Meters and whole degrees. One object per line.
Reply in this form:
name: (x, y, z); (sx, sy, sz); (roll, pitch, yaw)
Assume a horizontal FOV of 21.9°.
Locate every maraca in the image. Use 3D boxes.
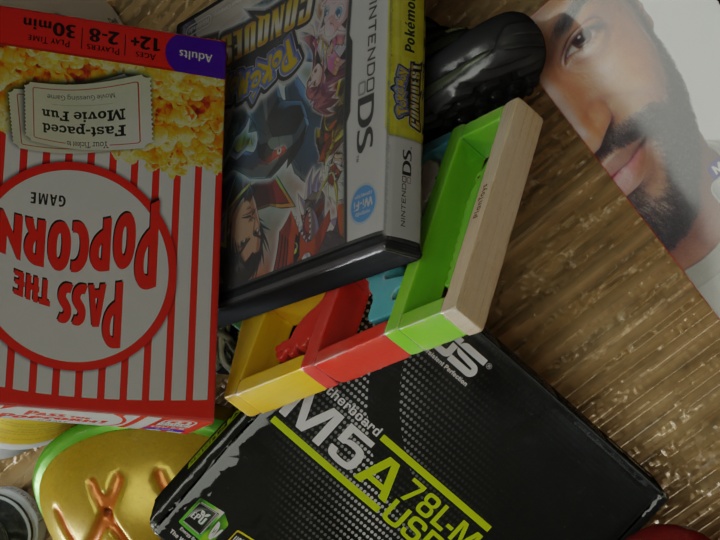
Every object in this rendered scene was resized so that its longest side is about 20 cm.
maraca: (-0.087, 0.128, 1.052); (0.200, 0.107, 0.137); (-3, 134, 9)

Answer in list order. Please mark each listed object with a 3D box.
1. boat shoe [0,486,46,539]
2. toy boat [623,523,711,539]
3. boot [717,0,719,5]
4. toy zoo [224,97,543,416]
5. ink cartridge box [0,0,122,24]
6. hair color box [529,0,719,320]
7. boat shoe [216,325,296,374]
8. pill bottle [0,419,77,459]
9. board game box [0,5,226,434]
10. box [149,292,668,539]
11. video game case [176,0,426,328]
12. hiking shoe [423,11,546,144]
boat shoe: (-0.276, 0.211, 1.160); (0.072, 0.071, 0.200); (42, 111, 12)
toy boat: (0.197, 0.213, 0.947); (0.131, 0.131, 0.200); (-33, 108, -17)
boot: (0.241, -0.156, 0.861); (0.155, 0.072, 0.200); (-30, 77, -4)
toy zoo: (0.000, 0.000, 0.926); (0.020, 0.131, 0.200); (39, 140, -25)
ink cartridge box: (-0.227, -0.065, 1.058); (0.200, 0.145, 0.084); (-35, 85, 23)
hair color box: (0.180, -0.074, 0.934); (0.111, 0.064, 0.200); (-40, 80, 23)
boat shoe: (-0.060, 0.030, 1.045); (0.199, 0.068, 0.074); (2, 99, 22)
pill bottle: (-0.187, 0.033, 1.039); (0.112, 0.112, 0.200); (51, 145, 8)
board game box: (-0.146, -0.025, 0.924); (0.046, 0.151, 0.200); (153, 120, -64)
box: (0.025, 0.121, 0.981); (0.200, 0.048, 0.193); (42, 98, -8)
video game case: (-0.038, -0.072, 0.949); (0.200, 0.025, 0.181); (-19, 63, 49)
hiking shoe: (0.012, -0.110, 0.965); (0.200, 0.076, 0.101); (-20, 83, 49)
